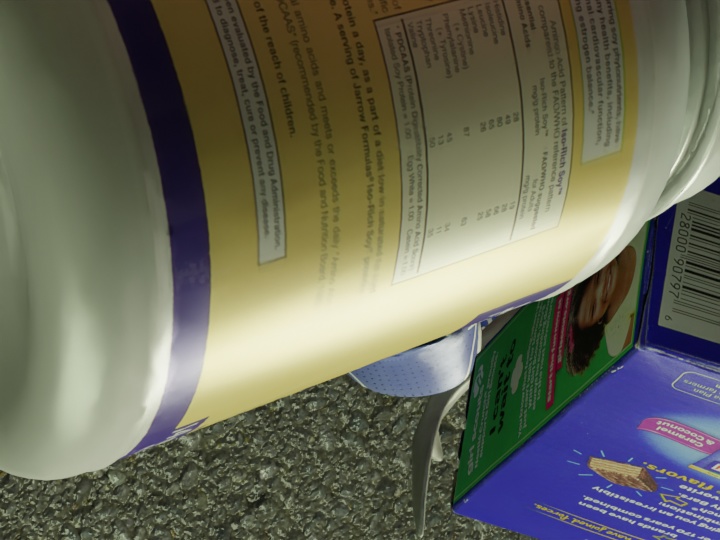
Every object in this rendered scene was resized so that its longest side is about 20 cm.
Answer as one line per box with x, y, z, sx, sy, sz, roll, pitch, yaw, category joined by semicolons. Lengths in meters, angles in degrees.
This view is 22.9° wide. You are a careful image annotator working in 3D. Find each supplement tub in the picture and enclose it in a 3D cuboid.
-0.015;-0.048;0.423;0.200;0.146;0.145;-19;-165;-32;supplement tub

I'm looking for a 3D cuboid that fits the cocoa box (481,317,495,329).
0.074;0.001;1.093;0.133;0.131;0.200;18;174;-23;cocoa box

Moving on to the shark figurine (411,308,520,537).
0.113;0.036;0.810;0.214;0.128;0.090;-16;-149;-10;shark figurine

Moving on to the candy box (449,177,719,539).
0.142;0.054;0.641;0.169;0.077;0.200;18;153;-8;candy box

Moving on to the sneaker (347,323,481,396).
0.000;-0.001;0.672;0.080;0.115;0.200;-10;137;5;sneaker
